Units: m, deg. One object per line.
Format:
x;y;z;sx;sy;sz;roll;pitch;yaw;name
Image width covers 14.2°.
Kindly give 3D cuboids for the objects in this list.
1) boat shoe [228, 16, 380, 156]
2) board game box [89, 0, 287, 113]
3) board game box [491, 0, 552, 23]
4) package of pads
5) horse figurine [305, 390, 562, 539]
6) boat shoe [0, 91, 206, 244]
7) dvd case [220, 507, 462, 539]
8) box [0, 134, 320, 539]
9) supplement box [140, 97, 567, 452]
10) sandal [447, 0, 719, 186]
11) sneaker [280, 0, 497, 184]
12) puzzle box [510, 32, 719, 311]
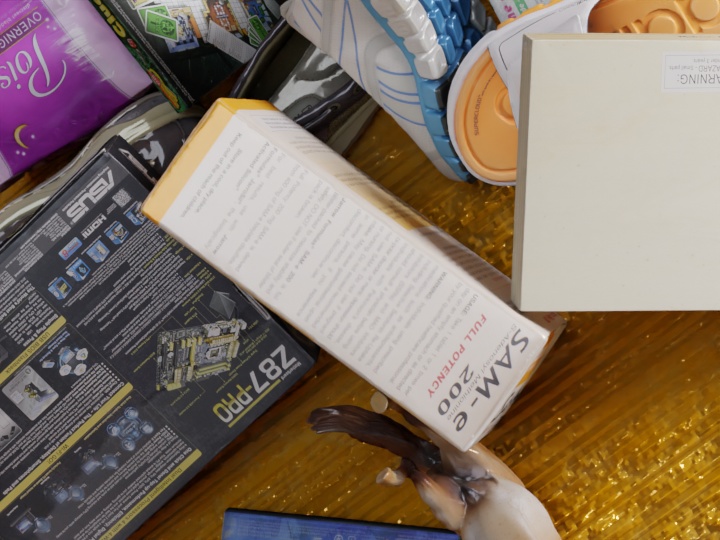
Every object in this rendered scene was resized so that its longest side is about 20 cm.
-0.006;-0.126;1.532;0.072;0.065;0.200;43;99;24;boat shoe
-0.119;-0.193;1.543;0.105;0.023;0.200;-39;96;-18;board game box
0.149;-0.193;1.433;0.200;0.064;0.148;-22;109;18;board game box
-0.206;-0.153;1.580;0.120;0.076;0.200;-34;96;15;package of pads
0.062;0.126;1.433;0.050;0.133;0.200;-49;59;5;horse figurine
-0.151;-0.011;1.571;0.200;0.074;0.073;-43;67;13;boat shoe
-0.017;0.228;1.502;0.143;0.018;0.200;4;82;23;dvd case
-0.145;0.053;1.533;0.200;0.049;0.161;-43;96;12;box
0.000;0.000;1.445;0.200;0.126;0.074;36;97;7;supplement box
0.127;-0.103;1.403;0.207;0.059;0.079;-30;109;22;sandal
0.009;-0.124;1.473;0.087;0.200;0.075;-2;44;33;sneaker
0.173;-0.046;1.385;0.200;0.025;0.133;0;103;-9;puzzle box
